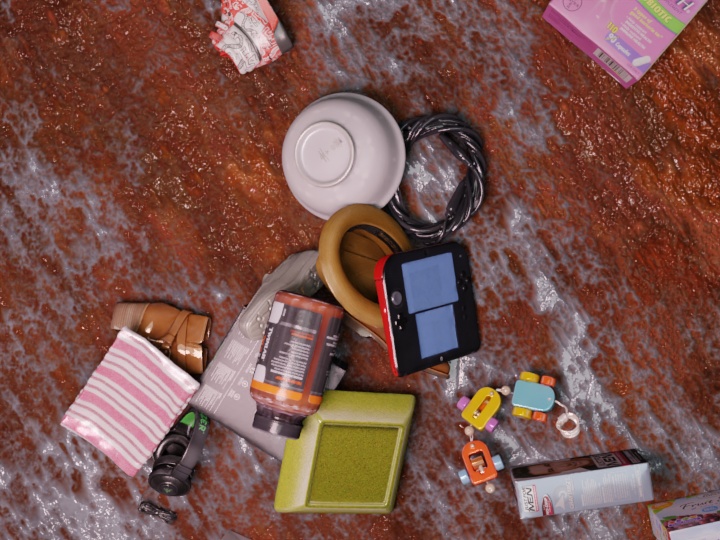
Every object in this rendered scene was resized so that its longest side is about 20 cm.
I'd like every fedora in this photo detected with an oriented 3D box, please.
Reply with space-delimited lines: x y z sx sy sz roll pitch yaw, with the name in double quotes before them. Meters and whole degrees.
"fedora" 0.000 0.000 1.670 0.082 0.200 0.201 -21 91 45

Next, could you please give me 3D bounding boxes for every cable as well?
"cable" 0.113 -0.138 1.725 0.162 0.051 0.201 -4 89 -2

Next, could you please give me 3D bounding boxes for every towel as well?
"towel" -0.348 0.200 1.685 0.146 0.030 0.200 36 110 -1

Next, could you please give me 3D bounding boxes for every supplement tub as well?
"supplement tub" -0.096 0.135 1.594 0.106 0.107 0.201 15 86 2

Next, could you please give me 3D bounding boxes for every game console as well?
"game console" 0.104 0.053 1.670 0.031 0.200 0.178 -11 91 45

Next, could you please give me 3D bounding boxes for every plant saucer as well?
"plant saucer" -0.016 0.284 1.685 0.199 0.048 0.201 6 103 -22

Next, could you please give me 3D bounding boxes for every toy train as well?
"toy train" 0.229 0.243 1.709 0.199 0.056 0.151 -27 70 5

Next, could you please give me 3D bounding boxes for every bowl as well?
"bowl" -0.040 -0.171 1.681 0.200 0.090 0.202 1 93 19

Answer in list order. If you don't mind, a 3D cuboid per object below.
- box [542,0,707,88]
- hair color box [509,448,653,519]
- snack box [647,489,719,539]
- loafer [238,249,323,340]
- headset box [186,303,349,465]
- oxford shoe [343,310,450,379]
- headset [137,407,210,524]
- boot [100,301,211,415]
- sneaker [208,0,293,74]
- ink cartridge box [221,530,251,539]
"box" 0.406 -0.408 1.672 0.176 0.097 0.200 41 93 1
"hair color box" 0.332 0.322 1.697 0.199 0.099 0.061 -10 92 3
"snack box" 0.544 0.370 1.666 0.199 0.142 0.053 -12 92 3
"loafer" -0.122 0.036 1.683 0.070 0.200 0.070 7 125 35
"headset box" -0.134 0.176 1.720 0.199 0.093 0.175 31 93 1
"oxford shoe" 0.062 0.098 1.721 0.200 0.071 0.071 34 88 3
"headset" -0.279 0.305 1.727 0.094 0.124 0.200 30 109 -19
"boot" -0.317 0.150 1.737 0.154 0.074 0.201 8 91 4
"sneaker" -0.197 -0.402 1.718 0.108 0.067 0.202 -31 93 1
"ink cartridge box" -0.199 0.525 1.747 0.115 0.067 0.201 23 93 1
